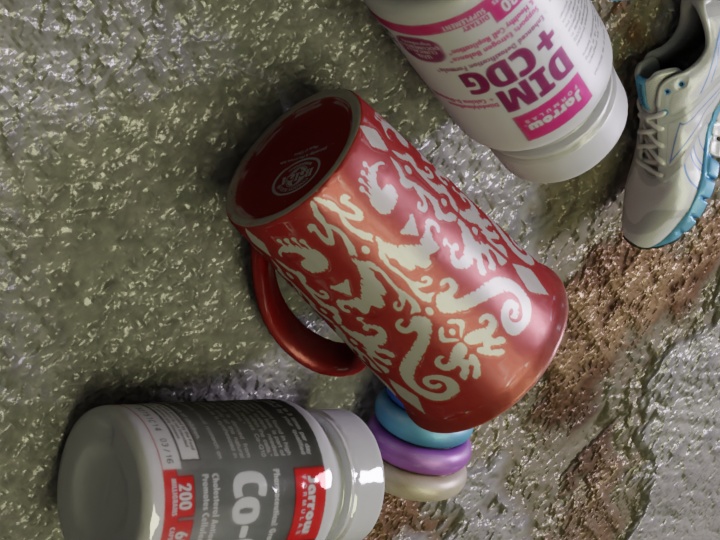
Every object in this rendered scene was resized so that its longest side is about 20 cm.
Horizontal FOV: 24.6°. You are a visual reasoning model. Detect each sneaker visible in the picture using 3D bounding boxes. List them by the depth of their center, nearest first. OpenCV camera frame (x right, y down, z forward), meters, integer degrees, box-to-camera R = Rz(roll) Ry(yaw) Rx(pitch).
[{"bbox_3d":[0.223,-0.113,1.199,0.086,0.075,0.201,10,107,-35],"label":"sneaker"}]

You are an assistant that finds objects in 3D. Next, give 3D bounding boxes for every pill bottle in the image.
[{"bbox_3d":[0.088,-0.145,1.017,0.113,0.113,0.200,-46,138,-2],"label":"pill bottle"},{"bbox_3d":[-0.087,0.142,1.089,0.199,0.114,0.114,1,119,-40],"label":"pill bottle"}]

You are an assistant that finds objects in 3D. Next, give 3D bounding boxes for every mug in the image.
[{"bbox_3d":[0.004,0.005,1.033,0.177,0.134,0.200,-38,123,13],"label":"mug"}]

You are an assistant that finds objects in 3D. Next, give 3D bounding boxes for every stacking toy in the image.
[{"bbox_3d":[0.057,0.061,1.186,0.085,0.085,0.201,-2,115,-39],"label":"stacking toy"}]
